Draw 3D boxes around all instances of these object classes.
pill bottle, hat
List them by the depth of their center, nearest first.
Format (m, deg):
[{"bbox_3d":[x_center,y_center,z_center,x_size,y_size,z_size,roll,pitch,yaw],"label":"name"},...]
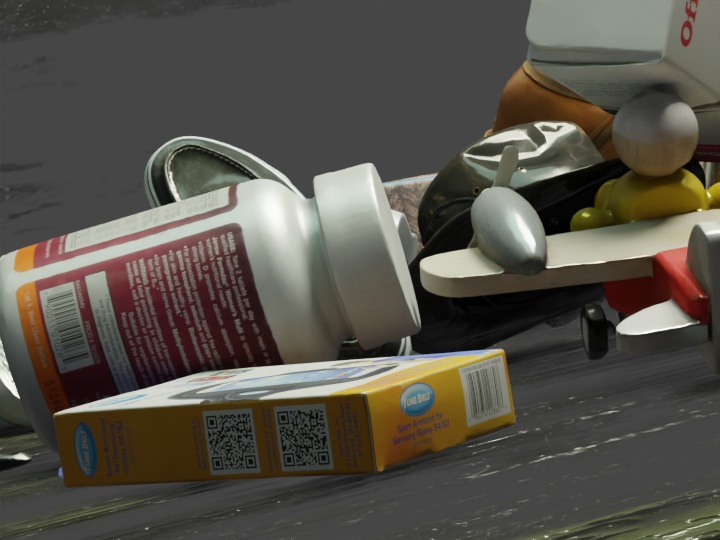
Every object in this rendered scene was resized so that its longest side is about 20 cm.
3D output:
[{"bbox_3d":[-0.077,0.017,1.342,0.200,0.110,0.110,-16,3,5],"label":"pill bottle"},{"bbox_3d":[0.095,-0.035,1.511,0.200,0.081,0.201,-18,-28,-10],"label":"hat"}]

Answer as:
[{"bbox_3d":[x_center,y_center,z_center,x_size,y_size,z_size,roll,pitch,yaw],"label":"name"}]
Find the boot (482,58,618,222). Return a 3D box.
[{"bbox_3d":[0.177,-0.065,1.710,0.200,0.155,0.077,27,24,-12],"label":"boot"}]

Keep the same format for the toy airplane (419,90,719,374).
[{"bbox_3d":[0.157,-0.022,1.344,0.199,0.141,0.200,-5,5,40],"label":"toy airplane"}]

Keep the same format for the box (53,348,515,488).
[{"bbox_3d":[-0.045,0.068,1.208,0.200,0.042,0.119,-3,6,34],"label":"box"}]

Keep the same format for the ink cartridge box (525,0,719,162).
[{"bbox_3d":[0.180,-0.152,1.425,0.083,0.145,0.200,5,-10,33],"label":"ink cartridge box"}]

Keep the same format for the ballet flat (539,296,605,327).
[{"bbox_3d":[0.091,0.007,1.698,0.072,0.072,0.200,-10,3,-20],"label":"ballet flat"}]

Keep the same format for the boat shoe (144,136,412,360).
[{"bbox_3d":[-0.047,-0.017,1.442,0.072,0.200,0.071,-45,-25,-11],"label":"boat shoe"}]

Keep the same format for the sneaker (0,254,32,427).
[{"bbox_3d":[-0.208,0.063,1.586,0.074,0.082,0.200,26,16,-12],"label":"sneaker"}]

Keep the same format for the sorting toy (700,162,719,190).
[{"bbox_3d":[0.287,-0.048,1.597,0.180,0.107,0.200,2,-36,-5],"label":"sorting toy"}]

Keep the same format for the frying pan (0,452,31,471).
[{"bbox_3d":[-0.251,0.104,1.179,0.190,0.031,0.115,-6,3,-21],"label":"frying pan"}]

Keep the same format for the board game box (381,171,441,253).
[{"bbox_3d":[0.118,-0.032,1.957,0.159,0.097,0.200,-6,4,30],"label":"board game box"}]

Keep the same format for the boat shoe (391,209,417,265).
[{"bbox_3d":[0.000,0.000,1.572,0.057,0.069,0.200,10,-13,6],"label":"boat shoe"}]
